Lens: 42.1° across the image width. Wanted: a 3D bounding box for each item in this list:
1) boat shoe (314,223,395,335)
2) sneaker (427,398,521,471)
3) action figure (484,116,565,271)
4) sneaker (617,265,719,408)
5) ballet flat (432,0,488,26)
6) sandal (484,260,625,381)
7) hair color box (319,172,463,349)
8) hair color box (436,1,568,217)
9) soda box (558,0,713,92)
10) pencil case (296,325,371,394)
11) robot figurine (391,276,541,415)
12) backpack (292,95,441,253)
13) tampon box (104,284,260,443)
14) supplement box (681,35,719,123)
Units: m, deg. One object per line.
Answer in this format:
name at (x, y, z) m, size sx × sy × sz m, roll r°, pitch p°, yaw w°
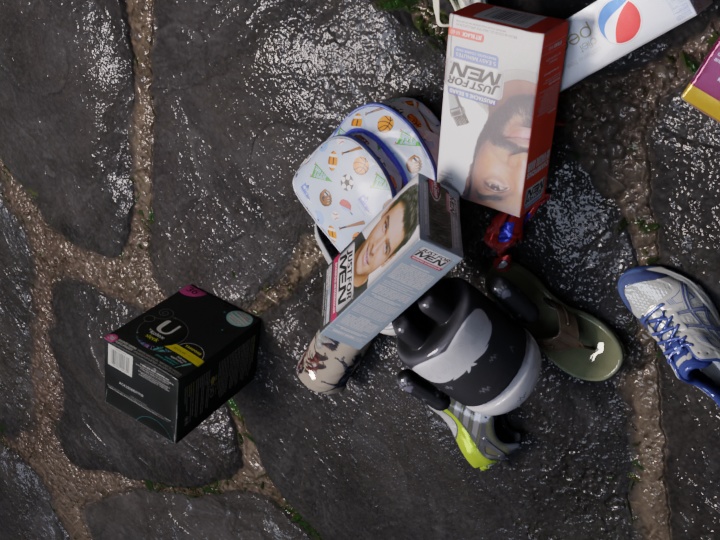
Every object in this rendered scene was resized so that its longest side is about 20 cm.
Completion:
boat shoe at (0.000, 0.000, 1.228) m, size 0.072 × 0.069 × 0.200 m, roll -34°, pitch 56°, yaw 6°
sneaker at (0.148, 0.176, 1.271) m, size 0.081 × 0.074 × 0.200 m, roll -30°, pitch 102°, yaw 35°
action figure at (0.188, -0.085, 1.101) m, size 0.052 × 0.065 × 0.201 m, roll 39°, pitch 131°, yaw 34°
sneaker at (0.367, 0.075, 1.044) m, size 0.200 × 0.088 × 0.075 m, roll 41°, pitch 132°, yaw 12°
ballet flat at (0.121, -0.270, 1.043) m, size 0.069 × 0.069 × 0.201 m, roll -13°, pitch 103°, yaw 39°
sandal at (0.229, 0.067, 1.146) m, size 0.201 × 0.057 × 0.080 m, roll 38°, pitch 112°, yaw 16°
hair color box at (0.031, -0.006, 1.052) m, size 0.060 × 0.099 × 0.200 m, roll 24°, pitch 135°, yaw -24°
hair color box at (0.147, -0.171, 0.995) m, size 0.111 × 0.064 × 0.201 m, roll 21°, pitch 127°, yaw 30°
soda box at (0.252, -0.247, 0.966) m, size 0.200 × 0.068 × 0.064 m, roll -25°, pitch 98°, yaw 40°
pencil case at (-0.029, 0.094, 1.339) m, size 0.089 × 0.078 × 0.200 m, roll 47°, pitch 132°, yaw 24°
robot figurine at (0.123, 0.087, 1.105) m, size 0.200 × 0.125 × 0.150 m, roll 36°, pitch 146°, yaw -25°
backpack at (0.025, -0.115, 1.151) m, size 0.200 × 0.154 × 0.191 m, roll 49°, pitch 121°, yaw 7°
tampon box at (-0.276, 0.138, 1.454) m, size 0.149 × 0.200 × 0.127 m, roll 24°, pitch 125°, yaw 21°
supplement box at (0.395, -0.227, 0.836) m, size 0.103 × 0.131 × 0.200 m, roll 35°, pitch 130°, yaw 13°
